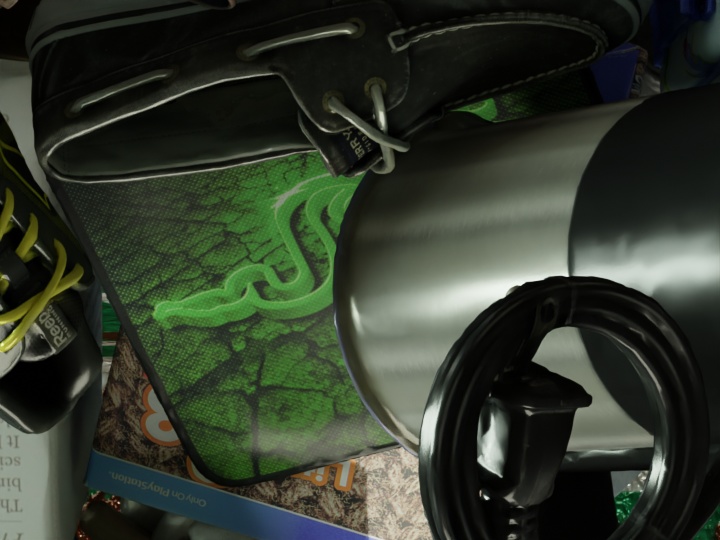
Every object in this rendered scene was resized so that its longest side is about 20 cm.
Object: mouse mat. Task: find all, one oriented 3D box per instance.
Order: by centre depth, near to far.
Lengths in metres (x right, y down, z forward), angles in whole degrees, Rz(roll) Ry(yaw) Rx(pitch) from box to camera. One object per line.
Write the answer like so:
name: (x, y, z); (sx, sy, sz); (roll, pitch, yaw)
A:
mouse mat: (0.003, -0.005, 1.024); (0.199, 0.161, 0.008); (-15, -152, 20)

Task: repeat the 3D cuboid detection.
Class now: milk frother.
milk frother: (0.056, 0.022, 0.859); (0.200, 0.181, 0.188); (15, 166, -36)

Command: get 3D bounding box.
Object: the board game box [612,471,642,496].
board game box: (0.008, -0.002, 1.236); (0.043, 0.199, 0.200); (-39, -151, -28)

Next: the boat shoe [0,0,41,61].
boat shoe: (-0.172, -0.104, 0.944); (0.199, 0.074, 0.066); (15, 174, -35)

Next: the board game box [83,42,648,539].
board game box: (0.000, 0.000, 1.091); (0.159, 0.201, 0.097); (16, -146, 1)

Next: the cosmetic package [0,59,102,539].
cosmetic package: (-0.189, 0.002, 1.134); (0.167, 0.201, 0.166); (1, -164, 1)

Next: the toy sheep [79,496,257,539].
toy sheep: (-0.040, 0.103, 1.215); (0.137, 0.138, 0.200); (0, -154, 8)

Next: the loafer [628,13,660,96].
loafer: (0.172, -0.078, 1.163); (0.200, 0.068, 0.070); (1, 166, -35)

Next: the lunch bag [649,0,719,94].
lunch bag: (0.173, -0.094, 0.933); (0.160, 0.083, 0.200); (-5, 175, -2)

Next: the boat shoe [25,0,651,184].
boat shoe: (-0.007, -0.059, 0.911); (0.199, 0.071, 0.072); (-8, 151, 15)

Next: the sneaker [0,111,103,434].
sneaker: (-0.120, -0.017, 0.918); (0.085, 0.075, 0.200); (36, 162, 19)

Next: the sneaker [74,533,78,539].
sneaker: (-0.160, 0.124, 1.211); (0.105, 0.076, 0.200); (1, -165, 3)

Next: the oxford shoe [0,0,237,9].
oxford shoe: (-0.120, -0.115, 0.848); (0.199, 0.073, 0.071); (3, 173, -21)
